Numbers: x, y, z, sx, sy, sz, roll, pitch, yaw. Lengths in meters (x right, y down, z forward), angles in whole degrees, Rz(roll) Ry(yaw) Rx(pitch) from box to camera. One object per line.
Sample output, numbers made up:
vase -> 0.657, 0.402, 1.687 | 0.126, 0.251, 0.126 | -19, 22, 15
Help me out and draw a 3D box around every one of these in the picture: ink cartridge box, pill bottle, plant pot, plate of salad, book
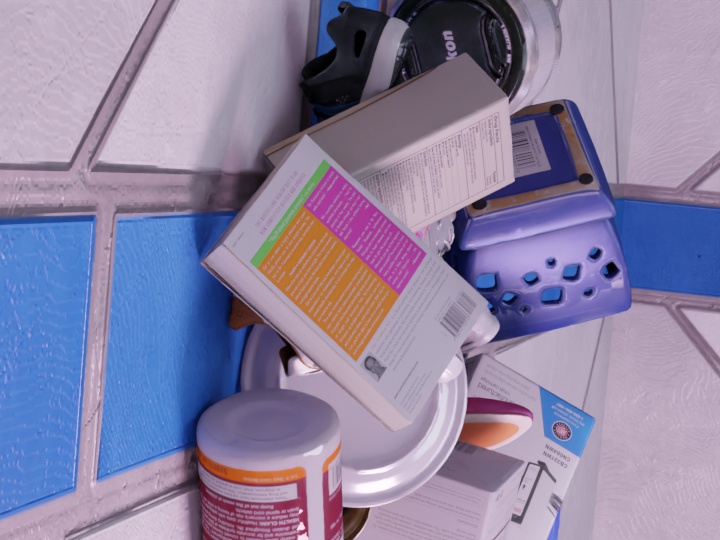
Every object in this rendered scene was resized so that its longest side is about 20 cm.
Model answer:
ink cartridge box -> 0.127, 0.209, 1.706 | 0.202, 0.145, 0.084 | -65, -168, -20
pill bottle -> -0.069, 0.206, 1.339 | 0.114, 0.113, 0.202 | -51, 144, -61
plant pot -> 0.176, -0.063, 1.836 | 0.181, 0.197, 0.201 | 78, -1, -48
plate of salad -> -0.006, 0.097, 1.428 | 0.048, 0.198, 0.203 | 150, -48, -71
book -> -0.007, 0.008, 1.313 | 0.134, 0.200, 0.048 | -53, -169, -31

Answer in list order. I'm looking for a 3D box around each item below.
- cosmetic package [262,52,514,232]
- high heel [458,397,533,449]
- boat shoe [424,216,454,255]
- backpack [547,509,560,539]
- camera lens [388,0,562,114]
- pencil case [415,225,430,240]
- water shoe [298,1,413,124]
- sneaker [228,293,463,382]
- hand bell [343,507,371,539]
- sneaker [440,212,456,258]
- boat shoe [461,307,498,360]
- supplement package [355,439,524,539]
cosmetic package -> 0.026, -0.087, 1.422 | 0.198, 0.073, 0.104 | -27, 140, -15
high heel -> 0.075, 0.126, 1.650 | 0.068, 0.198, 0.097 | 53, 35, -41
boat shoe -> 0.058, -0.047, 1.643 | 0.072, 0.068, 0.202 | -40, -131, 48
backpack -> 0.109, 0.267, 1.817 | 0.168, 0.197, 0.165 | 45, 54, -69
camera lens -> 0.117, -0.230, 1.736 | 0.200, 0.158, 0.162 | -36, 131, -69
pencil case -> 0.015, -0.031, 1.509 | 0.201, 0.087, 0.088 | -61, 157, -15
water shoe -> -0.016, -0.153, 1.476 | 0.072, 0.078, 0.201 | -61, 178, -45
sneaker -> -0.016, 0.059, 1.376 | 0.085, 0.198, 0.073 | -65, -170, -3
hand bell -> -0.031, 0.174, 1.546 | 0.200, 0.103, 0.106 | -62, 156, -78
sneaker -> 0.039, -0.011, 1.689 | 0.077, 0.080, 0.201 | 78, 25, -50
boat shoe -> 0.078, 0.068, 1.696 | 0.072, 0.068, 0.200 | -52, -174, -32
supplement package -> 0.061, 0.263, 1.556 | 0.120, 0.120, 0.202 | -22, 127, -70
